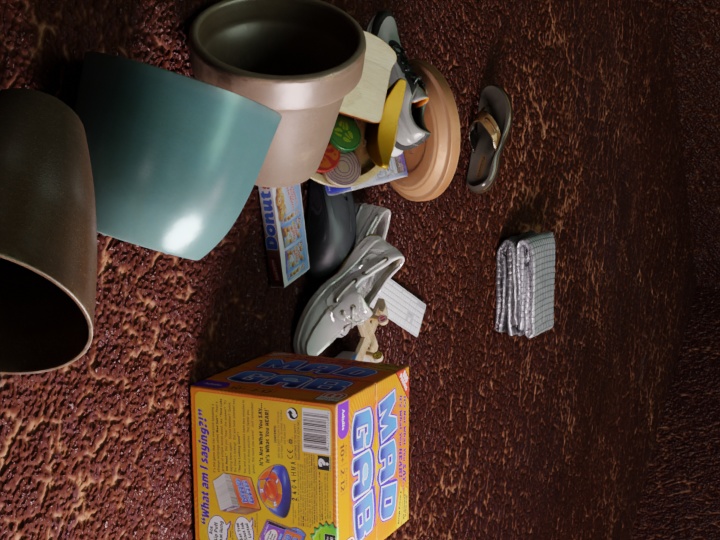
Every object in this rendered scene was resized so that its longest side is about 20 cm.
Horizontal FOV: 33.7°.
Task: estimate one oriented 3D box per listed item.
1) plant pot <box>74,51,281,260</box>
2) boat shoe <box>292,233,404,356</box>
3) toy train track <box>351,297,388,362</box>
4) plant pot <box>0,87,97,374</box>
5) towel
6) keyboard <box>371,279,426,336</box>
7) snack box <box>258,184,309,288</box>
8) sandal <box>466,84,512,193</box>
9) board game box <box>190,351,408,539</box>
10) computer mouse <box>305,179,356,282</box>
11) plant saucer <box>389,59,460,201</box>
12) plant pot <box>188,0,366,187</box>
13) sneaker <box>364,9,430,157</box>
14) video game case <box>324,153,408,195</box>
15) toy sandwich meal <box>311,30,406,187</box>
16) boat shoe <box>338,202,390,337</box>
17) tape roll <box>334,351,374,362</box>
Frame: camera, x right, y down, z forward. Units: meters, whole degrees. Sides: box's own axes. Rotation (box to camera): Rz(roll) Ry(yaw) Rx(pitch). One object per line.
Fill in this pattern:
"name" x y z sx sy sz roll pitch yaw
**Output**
"plant pot" -0.195 -0.104 1.161 0.200 0.199 0.163 16 92 -63
"boat shoe" -0.014 0.043 1.619 0.201 0.069 0.071 -54 147 -9
"toy train track" 0.006 0.129 1.680 0.115 0.032 0.201 70 38 -52
"plant pot" -0.298 -0.048 0.995 0.187 0.185 0.202 59 29 -50
"towel" 0.328 0.027 2.364 0.165 0.085 0.203 -15 106 -64
"keyboard" 0.061 0.056 1.900 0.200 0.011 0.057 35 63 -60
"snack box" -0.101 -0.084 1.531 0.072 0.024 0.202 -39 128 -57
"sandal" 0.219 -0.240 2.126 0.054 0.081 0.202 20 82 -40
"board game box" -0.069 0.224 1.447 0.199 0.198 0.202 -18 110 -62
"computer mouse" -0.037 -0.083 1.630 0.138 0.052 0.203 -5 99 -64
"plant saucer" 0.073 -0.199 1.702 0.032 0.200 0.203 -10 105 -30
"plant pot" -0.098 -0.195 1.368 0.201 0.198 0.176 -52 156 -48
"sneaker" 0.055 -0.260 1.632 0.074 0.079 0.203 2 77 -59
"video game case" -0.012 -0.213 1.621 0.181 0.045 0.202 -20 98 -61
"toy sandwich meal" -0.019 -0.207 1.500 0.203 0.070 0.208 3 85 -30
"boat shoe" 0.000 0.000 1.703 0.072 0.065 0.202 48 52 -56
"tape roll" -0.014 0.222 1.744 0.202 0.037 0.205 -20 112 -61
